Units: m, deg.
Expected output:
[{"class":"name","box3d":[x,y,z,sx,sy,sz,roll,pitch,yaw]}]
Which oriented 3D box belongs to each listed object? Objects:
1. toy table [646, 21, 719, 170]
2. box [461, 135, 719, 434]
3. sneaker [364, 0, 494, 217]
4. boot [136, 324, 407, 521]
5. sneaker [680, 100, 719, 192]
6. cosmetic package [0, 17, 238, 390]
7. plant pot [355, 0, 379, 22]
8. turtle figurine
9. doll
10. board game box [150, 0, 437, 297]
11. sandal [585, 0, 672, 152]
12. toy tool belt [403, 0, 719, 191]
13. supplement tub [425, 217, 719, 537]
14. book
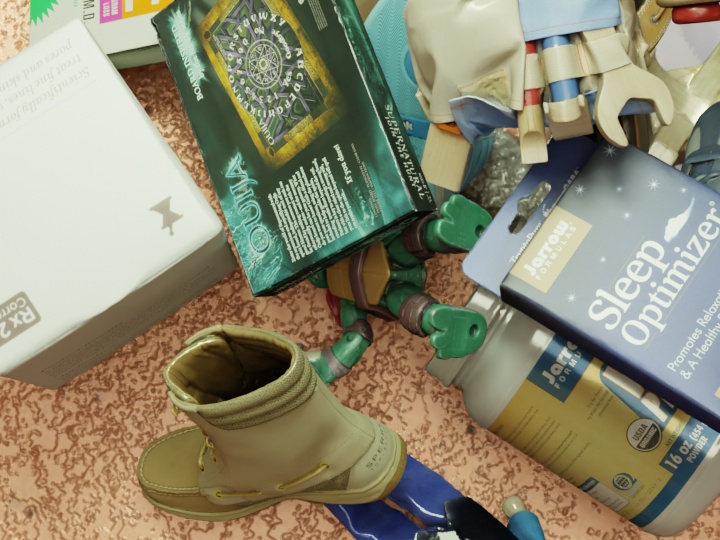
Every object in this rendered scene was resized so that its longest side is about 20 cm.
[{"class":"toy table","box3d":[0.226,-0.113,1.218,0.184,0.117,0.200,23,84,2]},{"class":"box","box3d":[0.169,0.000,1.039,0.200,0.032,0.121,31,75,20]},{"class":"sneaker","box3d":[0.049,-0.124,1.196,0.079,0.131,0.200,22,125,16]},{"class":"boot","box3d":[-0.090,0.099,1.140,0.200,0.155,0.073,-5,57,30]},{"class":"sneaker","box3d":[0.211,-0.022,1.091,0.082,0.070,0.200,19,66,-33]},{"class":"cosmetic package","box3d":[-0.195,-0.035,1.159,0.165,0.200,0.165,-34,85,-5]},{"class":"plant pot","box3d":[-0.032,-0.230,1.223,0.201,0.093,0.201,0,89,25]},{"class":"turtle figurine","box3d":[0.000,0.000,1.150,0.101,0.200,0.150,-19,105,-39]},{"class":"doll","box3d":[0.060,0.190,1.183,0.200,0.048,0.136,33,57,16]},{"class":"board game box","box3d":[-0.045,-0.100,1.099,0.135,0.028,0.200,-27,78,32]},{"class":"sandal","box3d":[0.173,-0.156,1.128,0.054,0.082,0.200,-2,83,-16]},{"class":"toy tool belt","box3d":[0.125,-0.116,1.043,0.200,0.125,0.123,-6,96,15]},{"class":"supplement tub","box3d":[0.159,0.069,1.180,0.200,0.145,0.145,32,84,3]},{"class":"book","box3d":[-0.135,-0.212,1.202,0.200,0.048,0.134,-7,81,27]}]
